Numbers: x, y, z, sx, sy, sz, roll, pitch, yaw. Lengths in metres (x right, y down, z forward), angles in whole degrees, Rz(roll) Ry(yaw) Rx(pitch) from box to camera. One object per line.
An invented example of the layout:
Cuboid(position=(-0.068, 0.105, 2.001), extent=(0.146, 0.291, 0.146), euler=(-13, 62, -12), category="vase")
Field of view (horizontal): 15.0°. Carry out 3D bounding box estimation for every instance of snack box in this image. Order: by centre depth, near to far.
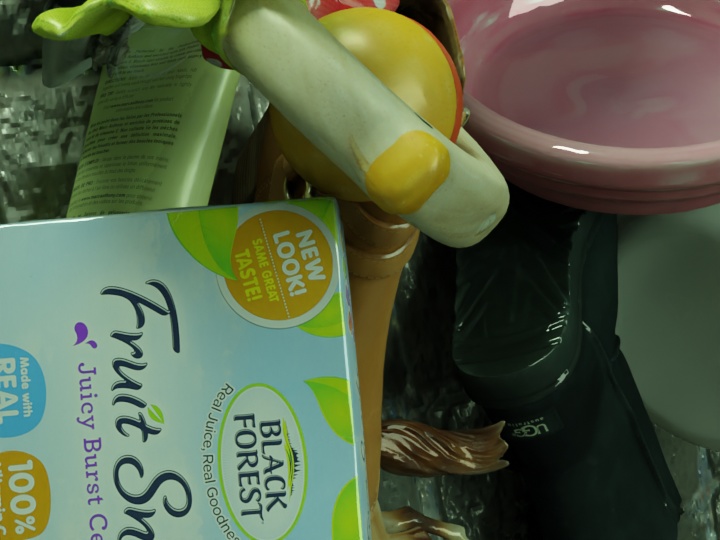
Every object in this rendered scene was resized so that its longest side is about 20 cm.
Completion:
Cuboid(position=(-0.097, 0.069, 0.886), extent=(0.068, 0.199, 0.170), euler=(88, -3, -84), category="snack box")

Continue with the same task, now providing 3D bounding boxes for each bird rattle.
Cuboid(position=(-0.018, -0.066, 0.899), extent=(0.163, 0.113, 0.200), euler=(48, 0, 14), category="bird rattle")

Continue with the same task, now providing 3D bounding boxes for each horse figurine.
Cuboid(position=(-0.007, 0.139, 1.110), extent=(0.132, 0.050, 0.201), euler=(32, 65, -26), category="horse figurine")

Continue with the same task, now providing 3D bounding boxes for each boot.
Cuboid(position=(0.000, 0.000, 1.055), extent=(0.076, 0.155, 0.201), euler=(12, 65, -19), category="boot")
Cuboid(position=(0.098, 0.042, 1.269), extent=(0.201, 0.076, 0.169), euler=(-79, 153, -47), category="boot")

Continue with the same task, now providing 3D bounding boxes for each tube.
Cuboid(position=(-0.086, -0.010, 1.029), extent=(0.052, 0.058, 0.201), euler=(103, -2, -70), category="tube")

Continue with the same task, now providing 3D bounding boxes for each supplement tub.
Cuboid(position=(0.212, -0.015, 1.374), extent=(0.200, 0.144, 0.145), euler=(-45, 119, -48), category="supplement tub")

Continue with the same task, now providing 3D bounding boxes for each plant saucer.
Cuboid(position=(0.124, -0.088, 1.244), extent=(0.201, 0.200, 0.051), euler=(-52, 150, -45), category="plant saucer")

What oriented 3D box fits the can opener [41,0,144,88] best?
Cuboid(position=(-0.098, -0.121, 0.965), extent=(0.053, 0.200, 0.067), euler=(-41, 84, -17), category="can opener")
